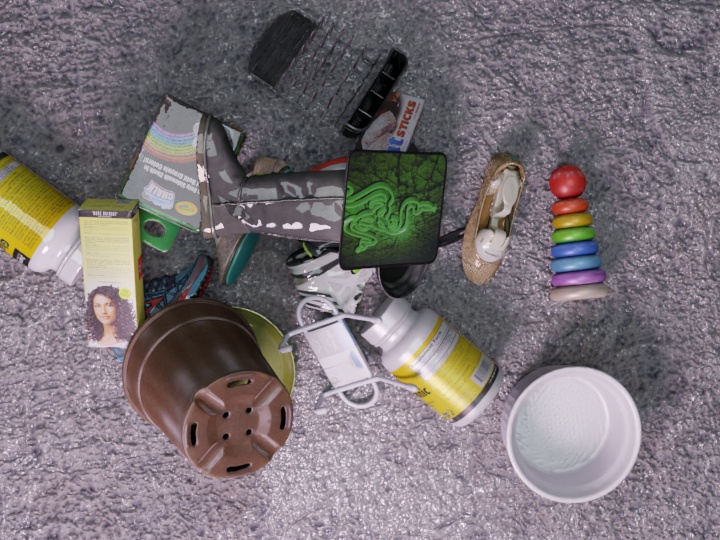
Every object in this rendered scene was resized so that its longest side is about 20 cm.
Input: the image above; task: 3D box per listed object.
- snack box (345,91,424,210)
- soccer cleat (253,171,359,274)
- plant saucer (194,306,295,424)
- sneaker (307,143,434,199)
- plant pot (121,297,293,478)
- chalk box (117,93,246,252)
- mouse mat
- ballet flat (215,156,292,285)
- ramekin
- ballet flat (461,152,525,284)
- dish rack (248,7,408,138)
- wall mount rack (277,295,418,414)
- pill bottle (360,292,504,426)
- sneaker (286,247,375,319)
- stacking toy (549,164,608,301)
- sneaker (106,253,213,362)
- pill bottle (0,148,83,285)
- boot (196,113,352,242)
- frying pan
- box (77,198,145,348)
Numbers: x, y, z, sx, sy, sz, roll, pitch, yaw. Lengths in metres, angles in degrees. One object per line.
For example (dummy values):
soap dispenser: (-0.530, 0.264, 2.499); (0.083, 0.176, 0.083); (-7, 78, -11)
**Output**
snack box: (0.029, -0.171, 1.433); (0.072, 0.024, 0.200); (17, 61, 6)
soccer cleat: (-0.071, -0.067, 1.402); (0.200, 0.068, 0.081); (30, 80, -1)
plant saucer: (-0.196, 0.150, 1.488); (0.200, 0.031, 0.200); (0, 94, -5)
sneaker: (0.005, -0.108, 1.449); (0.201, 0.067, 0.108); (-18, 62, -6)
plant pot: (-0.194, 0.162, 1.341); (0.200, 0.198, 0.201); (-10, 112, -25)
chalk box: (-0.256, -0.128, 1.419); (0.125, 0.124, 0.200); (26, 92, -7)
mouse mat: (0.048, -0.083, 1.379); (0.200, 0.008, 0.161); (-5, 104, -44)
ballet flat: (-0.170, -0.076, 1.466); (0.067, 0.068, 0.200); (28, 86, 13)
ramekin: (0.305, 0.235, 1.503); (0.200, 0.098, 0.201); (0, 93, -5)
ballet flat: (0.197, -0.075, 1.487); (0.070, 0.065, 0.200); (8, 95, -15)
dish rack: (-0.051, -0.288, 1.430); (0.200, 0.055, 0.154); (32, 64, -3)
wall mount rack: (-0.014, 0.126, 1.445); (0.174, 0.075, 0.200); (-19, 112, 23)
pill bottle: (0.102, 0.125, 1.472); (0.200, 0.111, 0.111); (41, 90, -6)
sneaker: (0.000, 0.000, 1.486); (0.200, 0.076, 0.116); (-20, 112, -7)
stacking toy: (0.316, -0.057, 1.500); (0.085, 0.085, 0.200); (-5, 88, -4)
sneaker: (-0.295, 0.043, 1.449); (0.096, 0.079, 0.200); (42, 89, -4)
pill bottle: (-0.460, -0.071, 1.409); (0.200, 0.112, 0.113); (37, 90, -6)
boot: (-0.111, -0.121, 1.332); (0.200, 0.073, 0.182); (-2, 110, 3)
frying pan: (0.082, -0.042, 1.448); (0.190, 0.031, 0.115); (-48, 135, -28)
box: (-0.334, 0.005, 1.367); (0.075, 0.050, 0.200); (1, 110, 1)
